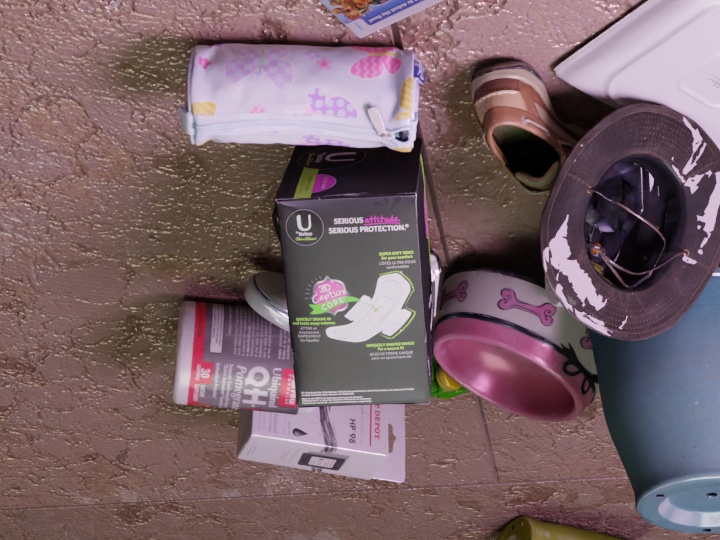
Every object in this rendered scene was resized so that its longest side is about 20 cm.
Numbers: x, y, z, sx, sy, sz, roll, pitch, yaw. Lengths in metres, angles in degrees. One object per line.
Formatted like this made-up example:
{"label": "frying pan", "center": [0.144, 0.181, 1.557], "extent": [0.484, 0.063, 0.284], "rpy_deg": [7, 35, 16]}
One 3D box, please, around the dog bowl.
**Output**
{"label": "dog bowl", "center": [0.161, 0.081, 1.592], "extent": [0.200, 0.074, 0.200], "rpy_deg": [23, 158, 10]}

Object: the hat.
{"label": "hat", "center": [0.225, -0.044, 1.352], "extent": [0.200, 0.201, 0.081], "rpy_deg": [16, 180, -22]}

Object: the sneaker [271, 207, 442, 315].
{"label": "sneaker", "center": [0.005, -0.013, 1.539], "extent": [0.201, 0.115, 0.076], "rpy_deg": [53, 169, -24]}

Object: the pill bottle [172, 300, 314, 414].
{"label": "pill bottle", "center": [-0.097, 0.095, 1.658], "extent": [0.199, 0.111, 0.111], "rpy_deg": [5, 148, -6]}

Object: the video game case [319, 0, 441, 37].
{"label": "video game case", "center": [-0.001, -0.261, 1.179], "extent": [0.143, 0.018, 0.200], "rpy_deg": [-20, 141, 30]}

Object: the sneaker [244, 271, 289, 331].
{"label": "sneaker", "center": [-0.021, 0.029, 1.605], "extent": [0.199, 0.073, 0.071], "rpy_deg": [15, 125, -26]}

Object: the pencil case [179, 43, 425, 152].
{"label": "pencil case", "center": [-0.048, -0.141, 1.302], "extent": [0.199, 0.091, 0.083], "rpy_deg": [3, 148, -1]}

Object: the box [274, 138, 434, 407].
{"label": "box", "center": [0.000, 0.000, 1.396], "extent": [0.124, 0.149, 0.201], "rpy_deg": [-2, 114, 5]}

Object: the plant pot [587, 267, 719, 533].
{"label": "plant pot", "center": [0.310, 0.128, 1.411], "extent": [0.199, 0.189, 0.200], "rpy_deg": [1, 150, 1]}

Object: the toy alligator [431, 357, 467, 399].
{"label": "toy alligator", "center": [0.072, 0.109, 1.680], "extent": [0.200, 0.054, 0.059], "rpy_deg": [0, 162, -43]}

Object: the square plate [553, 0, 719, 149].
{"label": "square plate", "center": [0.299, -0.168, 1.305], "extent": [0.200, 0.029, 0.198], "rpy_deg": [23, 142, -31]}

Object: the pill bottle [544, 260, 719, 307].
{"label": "pill bottle", "center": [0.284, -0.003, 1.485], "extent": [0.199, 0.114, 0.114], "rpy_deg": [6, 148, -8]}

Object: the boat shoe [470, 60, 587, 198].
{"label": "boat shoe", "center": [0.154, -0.101, 1.373], "extent": [0.075, 0.074, 0.200], "rpy_deg": [-18, 143, 28]}

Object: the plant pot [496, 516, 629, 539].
{"label": "plant pot", "center": [0.277, 0.428, 2.122], "extent": [0.192, 0.201, 0.200], "rpy_deg": [27, 141, -16]}

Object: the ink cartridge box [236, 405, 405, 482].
{"label": "ink cartridge box", "center": [-0.033, 0.162, 1.759], "extent": [0.199, 0.116, 0.067], "rpy_deg": [10, 146, -15]}
